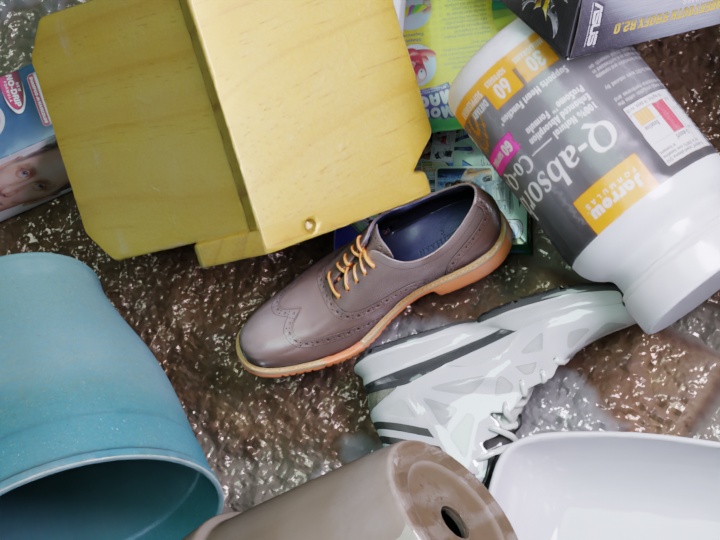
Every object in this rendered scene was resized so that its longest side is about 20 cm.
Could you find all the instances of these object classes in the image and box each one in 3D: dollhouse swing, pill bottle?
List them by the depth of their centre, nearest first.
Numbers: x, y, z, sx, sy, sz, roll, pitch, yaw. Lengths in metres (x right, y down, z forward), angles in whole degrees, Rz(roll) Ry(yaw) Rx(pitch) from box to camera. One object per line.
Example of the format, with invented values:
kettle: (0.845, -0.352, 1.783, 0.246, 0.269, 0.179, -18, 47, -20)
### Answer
pill bottle: (0.155, -0.066, 1.462, 0.116, 0.116, 0.200, -38, 78, 1)
dollhouse swing: (-0.087, -0.115, 1.533, 0.182, 0.176, 0.200, -21, 96, -28)

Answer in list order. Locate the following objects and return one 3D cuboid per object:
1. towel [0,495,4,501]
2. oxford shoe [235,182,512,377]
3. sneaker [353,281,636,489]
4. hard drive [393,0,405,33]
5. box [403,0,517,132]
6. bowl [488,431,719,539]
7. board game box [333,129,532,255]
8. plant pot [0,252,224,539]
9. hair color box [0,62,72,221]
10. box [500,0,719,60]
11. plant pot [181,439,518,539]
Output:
towel: (-0.314, 0.185, 1.619, 0.147, 0.022, 0.200, -3, 72, 11)
oxford shoe: (0.000, 0.000, 1.531, 0.200, 0.073, 0.071, -32, 60, 2)
sneaker: (0.103, 0.082, 1.529, 0.200, 0.076, 0.115, -19, 80, 16)
hard drive: (-0.038, -0.157, 1.547, 0.132, 0.027, 0.200, 7, 101, 10)
box: (0.074, -0.190, 1.579, 0.117, 0.048, 0.200, -6, 77, 12)
bowl: (0.174, 0.207, 1.467, 0.200, 0.075, 0.200, 3, 76, 13)
board game box: (0.051, -0.107, 1.607, 0.134, 0.029, 0.200, -2, 74, 12)
plant pot: (-0.212, 0.099, 1.533, 0.200, 0.200, 0.188, -25, 60, 6)
hair color box: (-0.272, -0.074, 1.636, 0.200, 0.100, 0.061, -24, 72, 6)
box: (0.138, -0.216, 1.465, 0.158, 0.048, 0.200, -16, 45, -30)
plant pot: (0.001, 0.200, 1.418, 0.174, 0.200, 0.200, -41, 68, 23)
